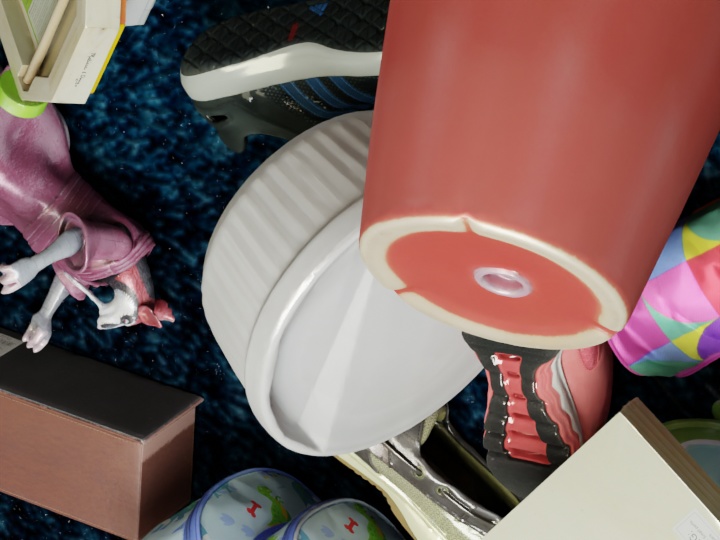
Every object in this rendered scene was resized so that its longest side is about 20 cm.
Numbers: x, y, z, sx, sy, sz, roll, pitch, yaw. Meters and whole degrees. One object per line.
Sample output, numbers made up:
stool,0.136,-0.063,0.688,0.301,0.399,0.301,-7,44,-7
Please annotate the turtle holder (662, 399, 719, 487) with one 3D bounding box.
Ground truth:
turtle holder,0.201,0.178,1.540,0.141,0.132,0.186,-28,92,34

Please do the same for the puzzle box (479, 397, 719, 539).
puzzle box,0.168,0.182,1.465,0.200,0.025,0.133,49,124,5

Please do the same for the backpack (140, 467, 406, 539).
backpack,-0.040,0.218,1.670,0.147,0.183,0.201,-41,78,26

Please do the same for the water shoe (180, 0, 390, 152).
water shoe,-0.007,-0.116,1.603,0.199,0.072,0.079,-4,134,30

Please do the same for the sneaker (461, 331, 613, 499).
sneaker,0.104,0.033,1.558,0.073,0.087,0.201,13,128,27

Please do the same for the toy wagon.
toy wagon,-0.188,-0.195,1.621,0.155,0.039,0.201,-58,42,42

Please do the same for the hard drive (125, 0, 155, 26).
hard drive,-0.123,-0.243,1.552,0.200,0.026,0.133,127,132,-61

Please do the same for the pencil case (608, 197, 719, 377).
pencil case,0.222,-0.007,1.489,0.199,0.088,0.089,-26,94,36

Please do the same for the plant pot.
plant pot,0.090,-0.069,1.402,0.199,0.178,0.201,15,158,6

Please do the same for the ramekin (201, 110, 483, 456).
ramekin,0.000,0.000,1.557,0.094,0.202,0.203,46,126,32

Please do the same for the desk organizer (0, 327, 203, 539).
desk organizer,-0.206,0.100,1.786,0.199,0.072,0.078,18,119,24

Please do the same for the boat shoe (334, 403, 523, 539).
boat shoe,0.028,0.098,1.654,0.200,0.073,0.065,45,119,-3

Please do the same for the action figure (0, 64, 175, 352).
action figure,-0.188,-0.039,1.727,0.200,0.149,0.134,39,165,-5
